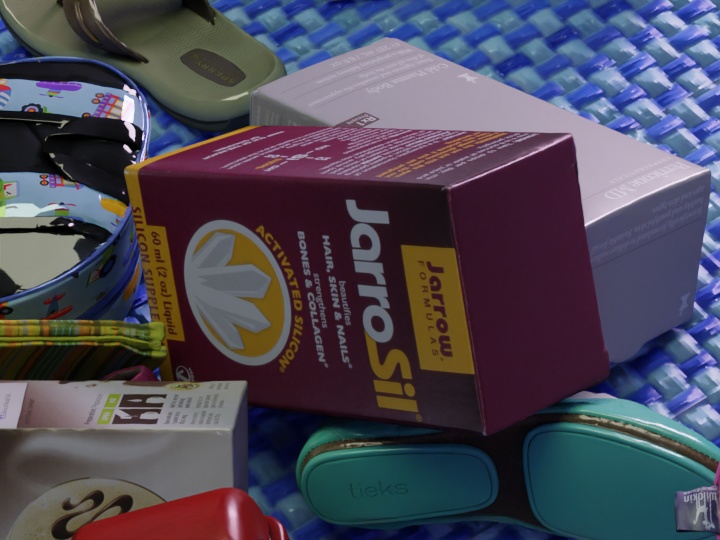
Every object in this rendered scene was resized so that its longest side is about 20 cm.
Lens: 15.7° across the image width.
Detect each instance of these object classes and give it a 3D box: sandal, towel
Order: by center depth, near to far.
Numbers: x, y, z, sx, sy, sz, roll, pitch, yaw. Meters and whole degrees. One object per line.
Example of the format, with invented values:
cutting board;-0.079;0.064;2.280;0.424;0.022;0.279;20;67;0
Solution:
towel;-0.191;0.045;1.158;0.200;0.086;0.018;1;66;-20
sandal;-0.117;-0.138;1.411;0.201;0.057;0.080;26;58;35

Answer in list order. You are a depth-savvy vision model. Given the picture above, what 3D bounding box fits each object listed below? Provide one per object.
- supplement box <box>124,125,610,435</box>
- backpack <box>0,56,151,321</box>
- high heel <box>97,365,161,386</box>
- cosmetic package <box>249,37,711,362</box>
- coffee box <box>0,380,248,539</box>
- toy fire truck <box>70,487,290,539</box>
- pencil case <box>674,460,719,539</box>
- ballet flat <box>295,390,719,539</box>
supplement box;0.000;0.000;1.140;0.200;0.110;0.086;4;19;44
backpack;-0.189;-0.014;1.256;0.200;0.135;0.183;-6;45;12
high heel;-0.170;0.075;1.187;0.200;0.096;0.067;-1;38;14
cosmetic package;0.052;-0.030;1.216;0.200;0.090;0.107;22;32;35
coffee box;-0.148;0.108;1.100;0.200;0.113;0.080;1;13;1
toy fire truck;-0.082;0.141;0.906;0.129;0.200;0.176;-15;42;6
pencil case;0.169;0.118;0.976;0.091;0.200;0.094;4;67;13
ballet flat;0.072;0.077;1.140;0.200;0.067;0.070;1;30;15
